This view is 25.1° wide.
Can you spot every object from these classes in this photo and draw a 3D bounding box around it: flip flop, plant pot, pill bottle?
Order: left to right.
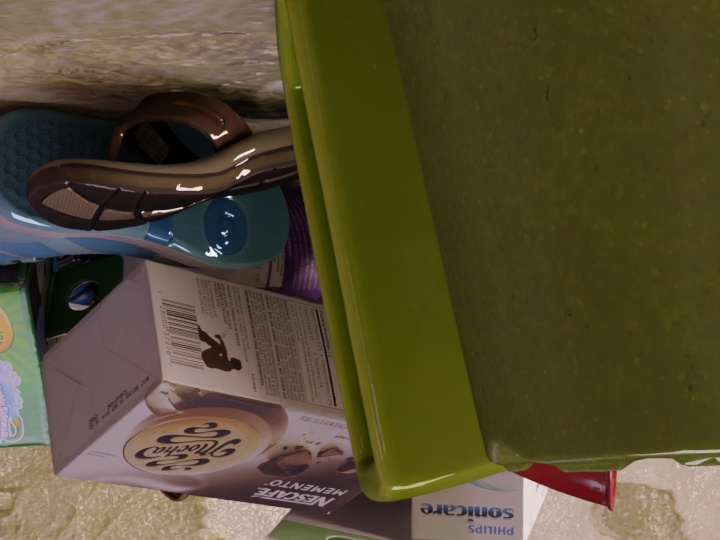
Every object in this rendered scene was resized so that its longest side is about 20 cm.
[{"bbox_3d":[-0.083,-0.064,0.818,0.199,0.058,0.081,-18,179,-39],"label":"flip flop"},{"bbox_3d":[-0.055,-0.003,1.094,0.111,0.112,0.199,-9,172,40],"label":"pill bottle"},{"bbox_3d":[0.071,-0.026,0.616,0.180,0.200,0.200,-10,174,-2],"label":"plant pot"},{"bbox_3d":[0.084,-0.048,0.405,0.199,0.191,0.200,-3,173,0],"label":"plant pot"}]

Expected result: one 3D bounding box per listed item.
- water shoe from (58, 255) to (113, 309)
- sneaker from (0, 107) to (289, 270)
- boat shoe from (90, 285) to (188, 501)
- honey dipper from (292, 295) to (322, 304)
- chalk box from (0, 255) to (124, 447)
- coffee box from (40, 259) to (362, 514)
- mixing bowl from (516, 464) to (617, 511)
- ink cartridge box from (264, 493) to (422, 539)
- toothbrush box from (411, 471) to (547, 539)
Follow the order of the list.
[{"bbox_3d":[-0.196,-0.013,1.106,0.199,0.072,0.079,0,171,-37],"label":"water shoe"},{"bbox_3d":[-0.147,-0.037,0.900,0.199,0.080,0.130,14,162,-39],"label":"sneaker"},{"bbox_3d":[-0.141,0.091,1.139,0.075,0.074,0.201,13,143,32],"label":"boat shoe"},{"bbox_3d":[0.000,0.000,0.962,0.038,0.038,0.200,2,145,-42],"label":"honey dipper"},{"bbox_3d":[-0.243,0.026,0.979,0.199,0.125,0.125,-2,-144,-3],"label":"chalk box"},{"bbox_3d":[-0.067,0.073,0.934,0.199,0.080,0.113,16,139,-39],"label":"coffee box"},{"bbox_3d":[0.099,0.036,0.948,0.108,0.201,0.200,2,175,11],"label":"mixing bowl"},{"bbox_3d":[0.019,0.199,1.175,0.145,0.048,0.200,10,-169,10],"label":"ink cartridge box"},{"bbox_3d":[0.089,0.082,1.170,0.085,0.201,0.146,1,-172,13],"label":"toothbrush box"}]
